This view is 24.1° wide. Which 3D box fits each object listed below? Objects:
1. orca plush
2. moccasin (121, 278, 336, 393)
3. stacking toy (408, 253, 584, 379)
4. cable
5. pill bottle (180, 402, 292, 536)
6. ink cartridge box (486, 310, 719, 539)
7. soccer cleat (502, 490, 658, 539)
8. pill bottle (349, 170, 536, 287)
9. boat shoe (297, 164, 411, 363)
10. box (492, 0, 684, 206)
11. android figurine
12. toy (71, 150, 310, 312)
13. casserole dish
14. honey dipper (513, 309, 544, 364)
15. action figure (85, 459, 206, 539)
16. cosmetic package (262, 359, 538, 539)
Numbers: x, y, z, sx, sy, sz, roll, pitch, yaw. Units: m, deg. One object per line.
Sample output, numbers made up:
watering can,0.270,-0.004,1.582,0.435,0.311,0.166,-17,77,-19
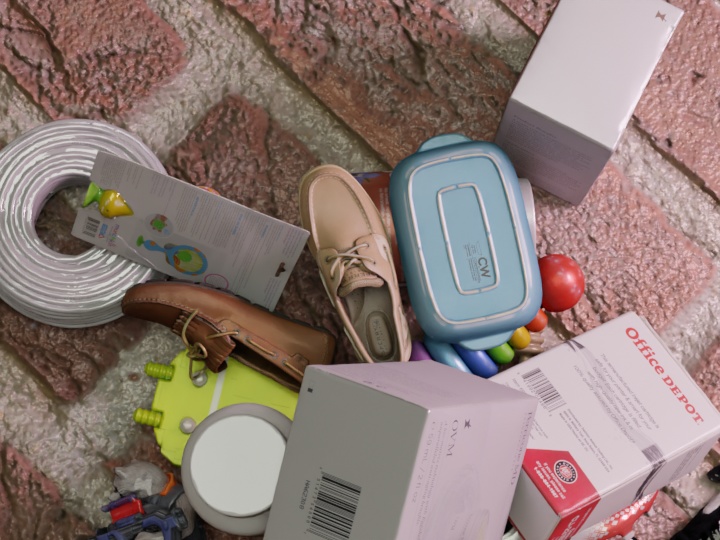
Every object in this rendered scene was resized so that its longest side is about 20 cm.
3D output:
orca plush,0.343,0.229,1.560,0.200,0.071,0.105,-11,79,-4
moccasin,-0.125,0.064,1.547,0.201,0.074,0.078,22,70,-8
stacking toy,0.124,0.058,1.566,0.200,0.085,0.085,-37,81,4
cable,-0.271,-0.045,1.604,0.200,0.069,0.200,-18,79,-5
pill bottle,-0.095,0.173,1.454,0.113,0.200,0.113,0,81,1
ink cartridge box,0.205,0.143,1.523,0.200,0.084,0.144,-23,63,-27
soccer cleat,0.184,0.224,1.547,0.200,0.069,0.085,-25,98,-13
pill bottle,0.061,-0.040,1.590,0.200,0.112,0.112,-3,78,-2
boat shoe,0.000,0.000,1.502,0.071,0.065,0.200,-22,95,1
box,0.205,-0.170,1.576,0.106,0.200,0.152,27,78,4
android figurine,-0.112,0.136,1.586,0.200,0.041,0.182,15,78,0
toy,-0.154,-0.044,1.535,0.200,0.115,0.047,19,44,-9
casserole dish,0.095,-0.027,1.514,0.121,0.039,0.200,-12,87,-1
honey dipper,0.157,0.133,1.596,0.038,0.038,0.200,0,81,-1
action figure,-0.183,0.262,1.528,0.105,0.200,0.194,-28,100,-46
cosmetic package,0.033,0.186,1.391,0.123,0.200,0.200,18,98,29
